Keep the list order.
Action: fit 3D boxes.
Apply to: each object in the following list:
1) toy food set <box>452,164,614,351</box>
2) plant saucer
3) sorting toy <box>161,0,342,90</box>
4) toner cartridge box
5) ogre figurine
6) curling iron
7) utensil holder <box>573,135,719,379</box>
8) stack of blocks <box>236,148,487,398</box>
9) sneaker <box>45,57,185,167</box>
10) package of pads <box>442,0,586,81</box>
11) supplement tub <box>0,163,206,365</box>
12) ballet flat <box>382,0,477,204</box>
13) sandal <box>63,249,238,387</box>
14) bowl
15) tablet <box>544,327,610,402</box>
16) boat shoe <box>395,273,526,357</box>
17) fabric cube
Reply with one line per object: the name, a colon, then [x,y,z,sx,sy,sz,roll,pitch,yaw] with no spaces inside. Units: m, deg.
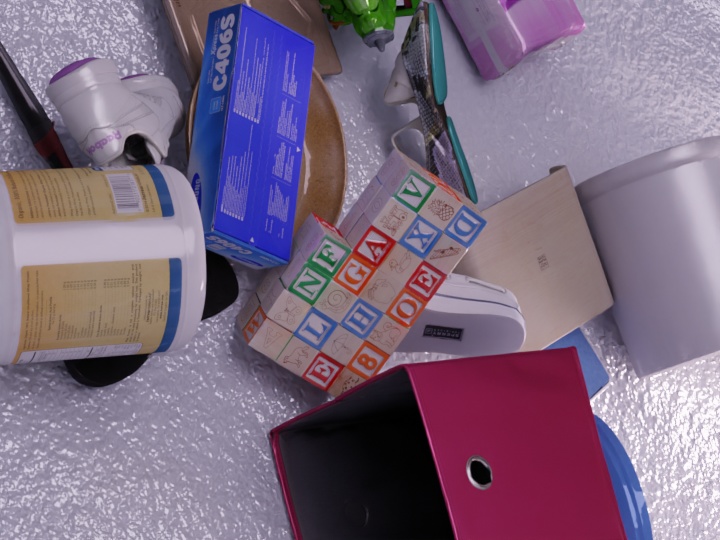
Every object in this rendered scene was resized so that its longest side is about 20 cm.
toy food set: [0.153,-0.003,1.884,0.199,0.060,0.145,-28,101,-41]
plant saucer: [-0.089,-0.102,1.723,0.199,0.035,0.203,11,76,-48]
sorting toy: [-0.115,-0.253,1.795,0.199,0.036,0.187,-12,80,-47]
toner cartridge box: [-0.094,-0.112,1.659,0.095,0.043,0.202,23,66,-44]
ogre figurine: [0.004,-0.283,1.841,0.097,0.200,0.121,-23,120,-7]
curling iron: [-0.249,-0.114,1.618,0.201,0.049,0.026,54,6,-3]
utensil holder: [0.317,-0.011,1.959,0.169,0.169,0.202,-11,80,-42]
stack of blocks: [0.000,0.000,1.674,0.115,0.201,0.059,32,11,-23]
sneaker: [-0.189,-0.111,1.604,0.100,0.074,0.200,63,15,9]
package of pads: [0.132,-0.301,1.990,0.120,0.075,0.201,-29,91,-44]
supplement tub: [-0.228,-0.005,1.491,0.198,0.145,0.146,-3,73,-21]
ballet flat: [0.057,-0.148,1.850,0.072,0.072,0.202,-23,104,-43]
sandal: [-0.168,0.029,1.618,0.199,0.045,0.076,-32,93,-43]
bowl: [0.194,0.224,1.742,0.039,0.201,0.203,-10,77,-19]
tablet: [0.157,0.054,1.901,0.130,0.014,0.201,-35,95,-43]
boat shoe: [0.050,0.031,1.772,0.198,0.074,0.066,14,36,-15]
fabric cube: [0.076,0.189,1.648,0.198,0.199,0.198,-3,72,-40]
